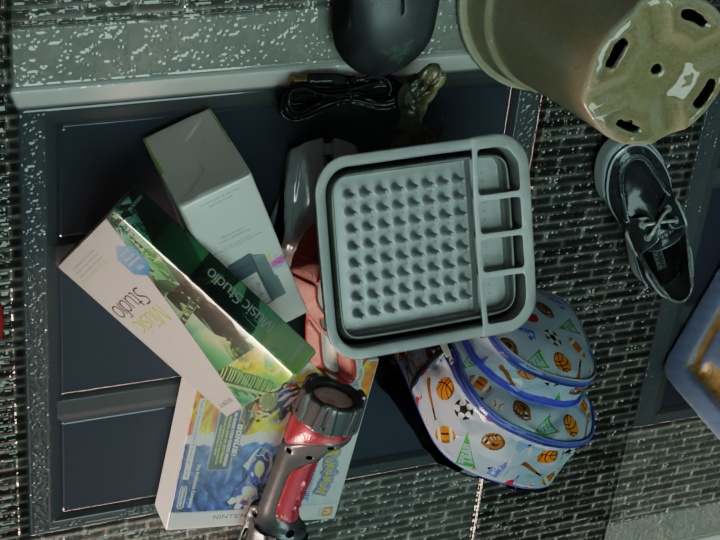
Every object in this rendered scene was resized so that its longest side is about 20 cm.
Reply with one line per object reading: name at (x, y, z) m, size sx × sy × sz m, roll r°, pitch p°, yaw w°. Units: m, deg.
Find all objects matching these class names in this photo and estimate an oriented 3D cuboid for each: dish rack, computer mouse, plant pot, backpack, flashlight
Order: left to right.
flashlight at (-0.053, 0.195, 1.515) m, size 0.068 × 0.068 × 0.200 m, roll 3°, pitch 119°, yaw -30°
computer mouse at (-0.031, -0.080, 1.409) m, size 0.109 × 0.044 × 0.200 m, roll -4°, pitch 123°, yaw -24°
computer mouse at (0.020, -0.245, 1.306) m, size 0.138 × 0.053 × 0.200 m, roll -14°, pitch 123°, yaw -18°
dish rack at (0.050, -0.023, 1.345) m, size 0.200 × 0.044 × 0.172 m, roll -10°, pitch 103°, yaw -25°
backpack at (0.135, 0.107, 1.507) m, size 0.200 × 0.191 × 0.154 m, roll 10°, pitch 136°, yaw -29°
plant pot at (0.207, -0.203, 1.345) m, size 0.200 × 0.184 × 0.201 m, roll -12°, pitch 126°, yaw -17°

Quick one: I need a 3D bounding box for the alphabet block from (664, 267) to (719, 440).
alphabet block at (0.475, 0.095, 1.669) m, size 0.200 × 0.195 × 0.197 m, roll 11°, pitch 119°, yaw -31°

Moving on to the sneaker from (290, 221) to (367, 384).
sneaker at (0.000, 0.000, 1.445) m, size 0.116 × 0.078 × 0.200 m, roll -47°, pitch 157°, yaw -36°

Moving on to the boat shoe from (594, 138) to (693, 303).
boat shoe at (0.284, -0.047, 1.561) m, size 0.072 × 0.068 × 0.200 m, roll -27°, pitch 129°, yaw -6°

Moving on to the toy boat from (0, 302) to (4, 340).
toy boat at (-0.374, 0.097, 1.314) m, size 0.130 × 0.131 × 0.200 m, roll 20°, pitch 112°, yaw -33°

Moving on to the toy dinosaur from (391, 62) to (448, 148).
toy dinosaur at (0.056, -0.076, 1.388) m, size 0.088 × 0.047 × 0.201 m, roll 11°, pitch 90°, yaw -33°

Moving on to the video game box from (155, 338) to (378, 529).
video game box at (-0.091, 0.158, 1.543) m, size 0.182 × 0.047 × 0.200 m, roll -2°, pitch 123°, yaw -27°

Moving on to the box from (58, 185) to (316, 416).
box at (-0.147, 0.030, 1.326) m, size 0.200 × 0.144 × 0.036 m, roll 42°, pitch 58°, yaw -9°

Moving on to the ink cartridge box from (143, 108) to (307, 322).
ink cartridge box at (-0.108, -0.023, 1.364) m, size 0.067 × 0.117 × 0.200 m, roll -26°, pitch 131°, yaw -7°
